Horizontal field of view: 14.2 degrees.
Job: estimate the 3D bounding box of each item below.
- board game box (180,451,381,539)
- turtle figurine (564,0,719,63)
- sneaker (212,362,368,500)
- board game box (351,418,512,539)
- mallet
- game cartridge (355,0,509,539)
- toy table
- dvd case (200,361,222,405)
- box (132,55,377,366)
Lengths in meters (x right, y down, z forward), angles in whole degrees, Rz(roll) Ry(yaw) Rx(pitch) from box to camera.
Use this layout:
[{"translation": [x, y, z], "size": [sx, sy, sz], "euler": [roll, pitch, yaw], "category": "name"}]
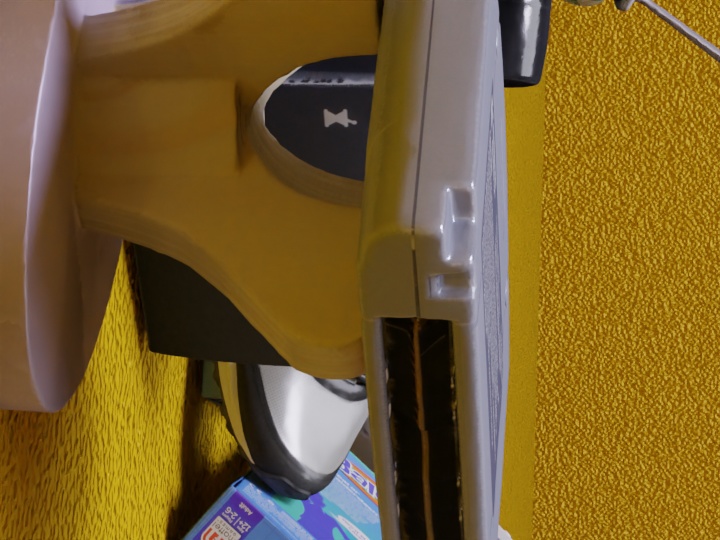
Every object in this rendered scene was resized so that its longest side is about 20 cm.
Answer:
[{"translation": [0.003, 0.141, 1.254], "size": [0.045, 0.152, 0.200], "euler": [-48, 177, 10], "category": "board game box"}, {"translation": [0.080, -0.170, 0.976], "size": [0.194, 0.200, 0.144], "euler": [20, 105, -49], "category": "turtle figurine"}, {"translation": [0.000, 0.000, 1.205], "size": [0.074, 0.079, 0.201], "euler": [34, 67, -37], "category": "sneaker"}, {"translation": [0.056, 0.169, 1.422], "size": [0.026, 0.200, 0.200], "euler": [-34, 159, -26], "category": "board game box"}, {"translation": [0.059, -0.114, 1.212], "size": [0.200, 0.041, 0.066], "euler": [-63, 158, -82], "category": "mallet"}, {"translation": [0.025, 0.004, 0.889], "size": [0.200, 0.041, 0.133], "euler": [85, 13, -49], "category": "game cartridge"}, {"translation": [-0.047, -0.045, 0.909], "size": [0.184, 0.117, 0.201], "euler": [77, 16, -64], "category": "toy table"}, {"translation": [-0.042, -0.005, 1.315], "size": [0.200, 0.022, 0.146], "euler": [46, 47, -81], "category": "dvd case"}, {"translation": [-0.023, -0.084, 1.111], "size": [0.200, 0.104, 0.148], "euler": [-79, 169, -46], "category": "box"}]
